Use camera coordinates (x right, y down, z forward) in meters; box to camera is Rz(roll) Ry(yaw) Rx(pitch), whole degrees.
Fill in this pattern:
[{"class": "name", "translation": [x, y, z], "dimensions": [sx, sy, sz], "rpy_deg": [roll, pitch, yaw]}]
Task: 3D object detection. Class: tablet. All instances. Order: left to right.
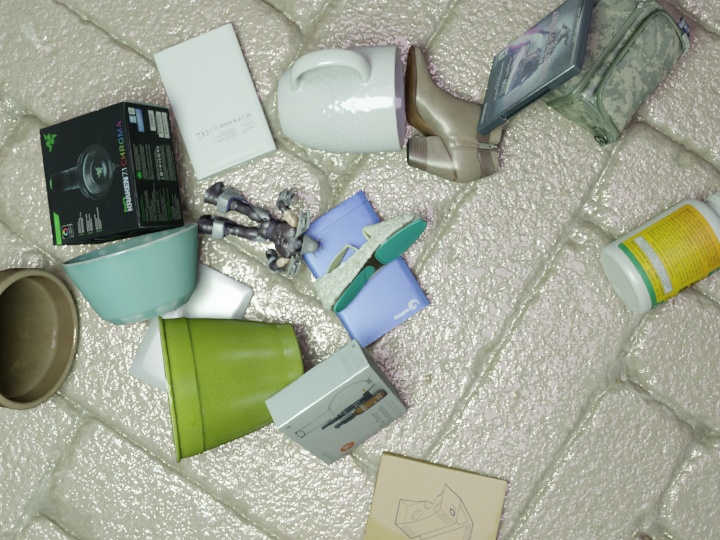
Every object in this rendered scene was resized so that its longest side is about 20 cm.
[{"class": "tablet", "translation": [-0.261, 0.094, 1.220], "dimensions": [0.128, 0.014, 0.203], "rpy_deg": [25, 91, 1]}]

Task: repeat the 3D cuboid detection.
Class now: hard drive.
[{"class": "hard drive", "translation": [-0.222, -0.257, 1.213], "dimensions": [0.129, 0.027, 0.204], "rpy_deg": [-20, 90, 2]}, {"class": "hard drive", "translation": [0.000, 0.000, 1.206], "dimensions": [0.131, 0.025, 0.202], "rpy_deg": [-32, 89, 1]}]

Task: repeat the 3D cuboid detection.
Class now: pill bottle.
[{"class": "pill bottle", "translation": [0.461, -0.033, 1.149], "dimensions": [0.198, 0.113, 0.114], "rpy_deg": [-30, 89, 1]}]

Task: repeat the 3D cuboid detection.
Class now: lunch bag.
[{"class": "lunch bag", "translation": [0.359, -0.305, 1.146], "dimensions": [0.167, 0.139, 0.201], "rpy_deg": [38, 90, -10]}]

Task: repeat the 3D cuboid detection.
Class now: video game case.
[{"class": "video game case", "translation": [0.240, -0.288, 1.099], "dimensions": [0.019, 0.199, 0.145], "rpy_deg": [26, 63, -20]}]

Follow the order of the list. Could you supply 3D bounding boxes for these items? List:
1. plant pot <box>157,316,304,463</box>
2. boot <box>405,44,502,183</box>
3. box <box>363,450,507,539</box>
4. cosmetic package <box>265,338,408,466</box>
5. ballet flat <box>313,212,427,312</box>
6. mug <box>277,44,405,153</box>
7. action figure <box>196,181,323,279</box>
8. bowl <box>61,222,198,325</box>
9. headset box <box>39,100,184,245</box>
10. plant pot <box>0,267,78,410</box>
[{"class": "plant pot", "translation": [-0.182, 0.154, 1.135], "dimensions": [0.189, 0.200, 0.205], "rpy_deg": [-7, 89, -16]}, {"class": "boot", "translation": [0.141, -0.233, 1.188], "dimensions": [0.143, 0.070, 0.205], "rpy_deg": [0, 91, -5]}, {"class": "box", "translation": [0.110, 0.377, 1.202], "dimensions": [0.196, 0.021, 0.167], "rpy_deg": [13, 90, 2]}, {"class": "cosmetic package", "translation": [-0.028, 0.193, 1.123], "dimensions": [0.149, 0.200, 0.052], "rpy_deg": [-33, 57, 2]}, {"class": "ballet flat", "translation": [0.008, -0.026, 1.162], "dimensions": [0.200, 0.072, 0.072], "rpy_deg": [-44, 89, 0]}, {"class": "mug", "translation": [-0.031, -0.252, 1.124], "dimensions": [0.171, 0.200, 0.151], "rpy_deg": [-2, 74, 9]}, {"class": "action figure", "translation": [-0.143, -0.066, 1.180], "dimensions": [0.196, 0.069, 0.133], "rpy_deg": [20, 106, 11]}, {"class": "bowl", "translation": [-0.314, 0.010, 1.139], "dimensions": [0.197, 0.201, 0.107], "rpy_deg": [-16, 101, 2]}, {"class": "headset box", "translation": [-0.368, -0.135, 1.152], "dimensions": [0.197, 0.092, 0.178], "rpy_deg": [-7, 90, 31]}, {"class": "plant pot", "translation": [-0.543, 0.095, 1.154], "dimensions": [0.171, 0.200, 0.205], "rpy_deg": [2, 90, 19]}]
